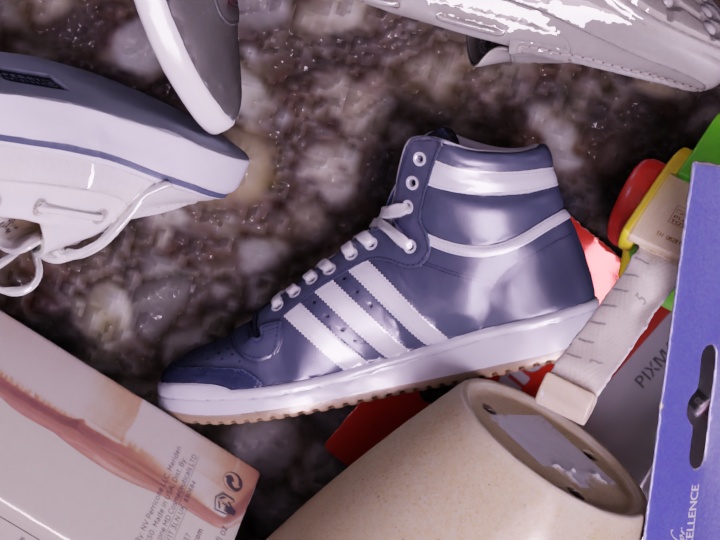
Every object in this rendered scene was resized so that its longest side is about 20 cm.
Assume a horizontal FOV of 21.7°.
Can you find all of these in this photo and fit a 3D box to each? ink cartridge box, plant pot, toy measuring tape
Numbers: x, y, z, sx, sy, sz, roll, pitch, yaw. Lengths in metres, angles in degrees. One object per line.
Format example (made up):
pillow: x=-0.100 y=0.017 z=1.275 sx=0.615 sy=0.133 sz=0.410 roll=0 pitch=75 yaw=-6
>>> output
ink cartridge box: x=0.204 y=0.059 z=0.795 sx=0.199 sy=0.047 sz=0.199 roll=2 pitch=96 yaw=-44
plant pot: x=0.027 y=0.151 z=0.790 sx=0.187 sy=0.187 sz=0.201 roll=29 pitch=106 yaw=-11
ink cartridge box: x=0.110 y=0.089 z=0.863 sx=0.200 sy=0.057 sz=0.163 roll=37 pitch=99 yaw=-17
toy measuring tape: x=0.124 y=0.007 z=0.794 sx=0.074 sy=0.073 sz=0.200 roll=50 pitch=52 yaw=-15

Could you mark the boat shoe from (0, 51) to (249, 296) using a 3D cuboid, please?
boat shoe: x=-0.130 y=-0.034 z=0.754 sx=0.074 sy=0.201 sz=0.086 roll=35 pitch=106 yaw=31

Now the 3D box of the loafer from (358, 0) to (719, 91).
loafer: x=0.068 y=-0.118 z=0.798 sx=0.199 sy=0.070 sz=0.070 roll=21 pitch=126 yaw=-16

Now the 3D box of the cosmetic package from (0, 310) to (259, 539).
cosmetic package: x=-0.158 y=0.087 z=0.802 sx=0.199 sy=0.088 sz=0.103 roll=34 pitch=135 yaw=-13

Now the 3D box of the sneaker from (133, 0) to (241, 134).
sneaker: x=-0.050 y=-0.160 z=0.770 sx=0.099 sy=0.071 sz=0.201 roll=-12 pitch=101 yaw=4

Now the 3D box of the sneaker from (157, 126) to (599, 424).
sneaker: x=0.000 y=0.000 z=0.820 sx=0.199 sy=0.070 sz=0.109 roll=-12 pitch=96 yaw=7
